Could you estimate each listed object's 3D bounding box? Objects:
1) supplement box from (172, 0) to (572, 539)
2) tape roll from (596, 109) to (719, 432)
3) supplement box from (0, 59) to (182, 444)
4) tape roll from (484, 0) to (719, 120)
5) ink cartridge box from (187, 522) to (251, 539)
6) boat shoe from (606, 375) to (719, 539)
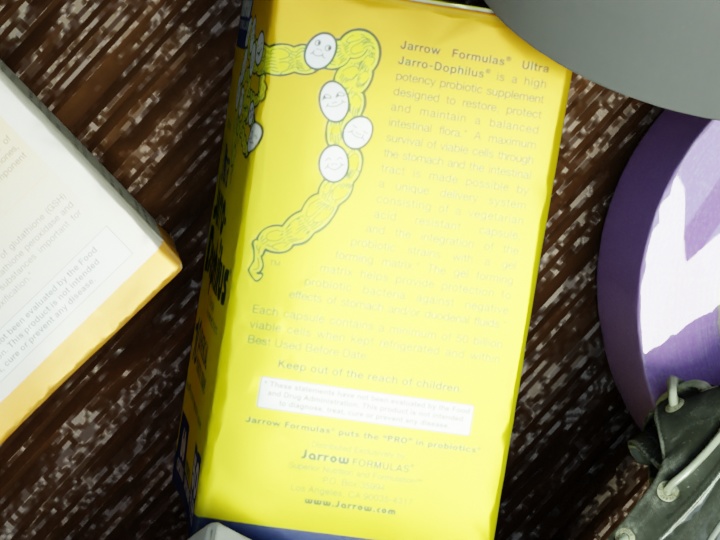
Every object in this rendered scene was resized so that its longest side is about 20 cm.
[{"bbox_3d":[0.000,0.000,0.775,0.108,0.109,0.202,8,96,-10],"label":"supplement box"},{"bbox_3d":[0.195,0.008,0.828,0.198,0.066,0.202,-1,97,-9],"label":"tape roll"},{"bbox_3d":[-0.176,-0.034,0.761,0.126,0.074,0.200,-43,101,0],"label":"supplement box"},{"bbox_3d":[0.135,-0.134,0.729,0.198,0.201,0.067,-3,131,-8],"label":"tape roll"},{"bbox_3d":[-0.020,0.213,0.740,0.199,0.147,0.147,30,49,-20],"label":"ink cartridge box"},{"bbox_3d":[0.127,0.069,0.755,0.063,0.071,0.201,34,79,12],"label":"boat shoe"}]
